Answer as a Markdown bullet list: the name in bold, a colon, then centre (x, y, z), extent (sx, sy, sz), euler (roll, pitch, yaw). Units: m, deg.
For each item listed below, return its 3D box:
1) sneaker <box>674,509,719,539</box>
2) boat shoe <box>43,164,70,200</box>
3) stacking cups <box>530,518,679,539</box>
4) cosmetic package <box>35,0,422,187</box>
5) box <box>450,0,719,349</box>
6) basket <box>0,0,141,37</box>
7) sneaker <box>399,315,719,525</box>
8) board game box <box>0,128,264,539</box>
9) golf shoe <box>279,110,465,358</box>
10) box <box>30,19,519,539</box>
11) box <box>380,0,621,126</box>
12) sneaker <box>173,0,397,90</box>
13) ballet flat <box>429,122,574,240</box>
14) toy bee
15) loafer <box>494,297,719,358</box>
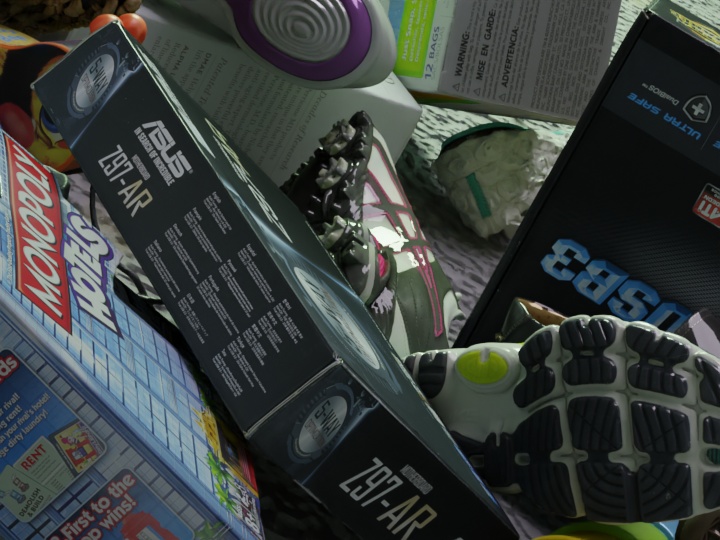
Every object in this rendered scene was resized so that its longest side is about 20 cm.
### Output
- **sneaker**: centre (0.180, 0.141, 1.092), extent (0.200, 0.071, 0.075), euler (39, -3, -33)
- **boat shoe**: centre (-0.206, -0.047, 1.027), extent (0.199, 0.067, 0.074), euler (20, 21, -25)
- **stacking cups**: centre (0.112, 0.123, 1.086), extent (0.060, 0.061, 0.200), euler (36, 15, 18)
- **cosmetic package**: centre (-0.078, -0.101, 1.332), extent (0.199, 0.074, 0.102), euler (14, 26, -34)
- **box**: centre (0.164, 0.014, 1.199), extent (0.199, 0.199, 0.050), euler (31, 18, 5)
- **basket**: centre (-0.184, -0.190, 1.194), extent (0.148, 0.144, 0.200), euler (18, -9, -29)
- **sneaker**: centre (0.089, 0.056, 1.059), extent (0.079, 0.078, 0.199), euler (2, 0, -40)
- **board game box**: centre (-0.128, 0.007, 0.917), extent (0.200, 0.062, 0.200), euler (43, 14, -25)
- **golf shoe**: centre (0.000, 0.000, 1.220), extent (0.088, 0.077, 0.200), euler (40, 21, -20)
- **box**: centre (-0.032, 0.016, 1.023), extent (0.200, 0.043, 0.160), euler (56, 6, 39)
- **box**: centre (0.043, -0.145, 1.441), extent (0.101, 0.113, 0.200), euler (10, 3, -30)
- **sneaker**: centre (-0.064, -0.147, 1.283), extent (0.200, 0.075, 0.100), euler (41, 9, 15)
- **ballet flat**: centre (0.106, -0.044, 1.486), extent (0.072, 0.072, 0.199), euler (39, 24, 26)
- **toy bee**: centre (-0.136, -0.072, 1.129), extent (0.199, 0.109, 0.131), euler (29, 18, -2)
- **loafer**: centre (0.141, 0.052, 1.128), extent (0.199, 0.073, 0.073), euler (3, 3, 24)
